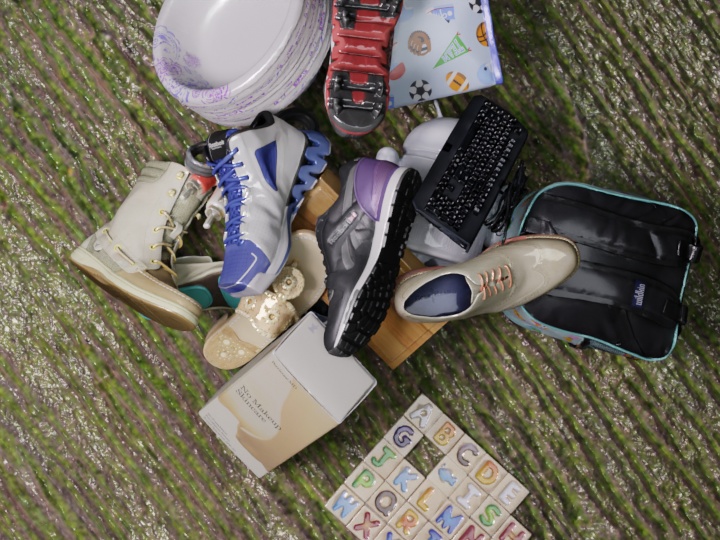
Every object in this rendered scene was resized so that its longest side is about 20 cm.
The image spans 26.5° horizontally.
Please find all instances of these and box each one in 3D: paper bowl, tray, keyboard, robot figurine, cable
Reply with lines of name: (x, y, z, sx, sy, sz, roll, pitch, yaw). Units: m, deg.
paper bowl: (-0.114, -0.248, 1.613, 0.199, 0.104, 0.203, -16, 61, 31)
tray: (0.000, 0.000, 1.601, 0.200, 0.037, 0.099, 45, 114, -6)
keyboard: (0.132, -0.104, 1.565, 0.104, 0.040, 0.201, 36, 48, -7)
robot figurine: (0.089, -0.078, 1.652, 0.168, 0.113, 0.202, 15, 89, -20)
cable: (-0.123, -0.120, 1.631, 0.097, 0.050, 0.200, 38, 44, -1)

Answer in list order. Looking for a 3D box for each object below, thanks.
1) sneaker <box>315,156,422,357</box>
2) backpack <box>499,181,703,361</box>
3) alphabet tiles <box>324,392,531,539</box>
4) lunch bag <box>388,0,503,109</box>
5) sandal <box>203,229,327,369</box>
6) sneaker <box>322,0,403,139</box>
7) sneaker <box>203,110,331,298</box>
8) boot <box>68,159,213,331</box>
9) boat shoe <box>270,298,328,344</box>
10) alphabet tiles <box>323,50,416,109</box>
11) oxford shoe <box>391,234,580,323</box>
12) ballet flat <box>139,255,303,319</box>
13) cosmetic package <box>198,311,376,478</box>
sneaker: (-0.009, -0.015, 1.532, 0.087, 0.076, 0.202, 17, 83, 26)
backpack: (0.243, -0.005, 1.644, 0.198, 0.153, 0.178, 14, 89, -15)
alphabet tiles: (0.087, 0.266, 1.704, 0.200, 0.008, 0.167, 42, 86, -3)
lunch bag: (0.051, -0.283, 1.641, 0.168, 0.124, 0.202, -13, 99, -4)
sandal: (-0.098, 0.052, 1.587, 0.077, 0.070, 0.212, 30, 128, -19)
sneaker: (0.000, -0.223, 1.553, 0.070, 0.098, 0.203, 8, 75, -4)
sneaker: (-0.117, -0.079, 1.536, 0.115, 0.080, 0.201, 33, 64, -26)
boot: (-0.202, -0.031, 1.599, 0.155, 0.199, 0.072, -53, 136, -11)
boat shoe: (-0.043, 0.047, 1.666, 0.074, 0.062, 0.201, 30, 87, -4)
alphabet tiles: (0.019, -0.284, 1.701, 0.200, 0.006, 0.167, 43, 87, -4)
oxford shoe: (0.130, 0.016, 1.538, 0.198, 0.074, 0.072, -19, 98, 1)
ballet flat: (-0.151, 0.009, 1.646, 0.198, 0.069, 0.070, -3, 90, 9)
cosmetic package: (-0.079, 0.133, 1.592, 0.105, 0.200, 0.071, 46, 54, -2)
